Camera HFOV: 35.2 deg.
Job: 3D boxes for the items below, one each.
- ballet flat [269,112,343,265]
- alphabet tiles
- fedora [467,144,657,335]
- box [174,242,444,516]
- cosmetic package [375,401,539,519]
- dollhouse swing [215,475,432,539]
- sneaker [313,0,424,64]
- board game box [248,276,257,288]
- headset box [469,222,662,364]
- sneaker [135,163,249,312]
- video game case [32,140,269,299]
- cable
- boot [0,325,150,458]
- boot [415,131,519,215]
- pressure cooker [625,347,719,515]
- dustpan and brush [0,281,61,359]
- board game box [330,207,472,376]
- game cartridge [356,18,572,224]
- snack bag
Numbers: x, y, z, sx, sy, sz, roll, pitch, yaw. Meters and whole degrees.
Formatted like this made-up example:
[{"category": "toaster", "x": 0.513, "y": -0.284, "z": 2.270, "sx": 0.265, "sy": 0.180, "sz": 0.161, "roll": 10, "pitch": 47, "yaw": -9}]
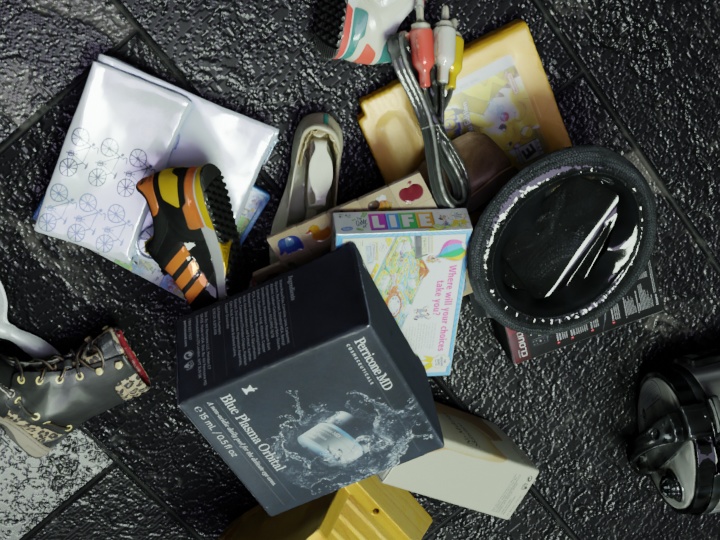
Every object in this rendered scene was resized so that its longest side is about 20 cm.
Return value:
[{"category": "ballet flat", "x": -0.052, "y": -0.059, "z": 1.160, "sx": 0.069, "sy": 0.070, "sz": 0.203, "roll": 4, "pitch": 104, "yaw": -12}, {"category": "alphabet tiles", "x": 0.000, "y": 0.000, "z": 1.148, "sx": 0.198, "sy": 0.008, "sz": 0.168, "roll": -22, "pitch": 129, "yaw": 11}, {"category": "fedora", "x": 0.191, "y": -0.039, "z": 1.129, "sx": 0.198, "sy": 0.092, "sz": 0.203, "roll": -4, "pitch": 113, "yaw": -8}, {"category": "box", "x": -0.049, "y": 0.111, "z": 1.103, "sx": 0.198, "sy": 0.118, "sz": 0.197, "roll": -24, "pitch": 131, "yaw": 9}, {"category": "cosmetic package", "x": 0.089, "y": 0.197, "z": 1.244, "sx": 0.199, "sy": 0.105, "sz": 0.072, "roll": 23, "pitch": 104, "yaw": -38}, {"category": "dollhouse swing", "x": -0.049, "y": 0.319, "z": 1.222, "sx": 0.199, "sy": 0.177, "sz": 0.182, "roll": -31, "pitch": 114, "yaw": 22}, {"category": "sneaker", "x": 0.023, "y": -0.297, "z": 1.106, "sx": 0.092, "sy": 0.070, "sz": 0.202, "roll": 7, "pitch": 107, "yaw": -34}, {"category": "board game box", "x": -0.067, "y": 0.118, "z": 1.243, "sx": 0.198, "sy": 0.046, "sz": 0.153, "roll": 27, "pitch": 103, "yaw": -19}, {"category": "headset box", "x": 0.213, "y": 0.000, "z": 1.238, "sx": 0.198, "sy": 0.077, "sz": 0.150, "roll": -19, "pitch": 112, "yaw": -2}, {"category": "sneaker", "x": -0.169, "y": -0.010, "z": 1.134, "sx": 0.089, "sy": 0.070, "sz": 0.202, "roll": -1, "pitch": 117, "yaw": 13}, {"category": "video game case", "x": -0.212, "y": -0.067, "z": 1.163, "sx": 0.199, "sy": 0.018, "sz": 0.144, "roll": 29, "pitch": 101, "yaw": -19}, {"category": "cable", "x": 0.075, "y": -0.159, "z": 1.101, "sx": 0.097, "sy": 0.050, "sz": 0.203, "roll": 2, "pitch": 77, "yaw": -51}, {"category": "boot", "x": -0.311, "y": 0.102, "z": 1.151, "sx": 0.149, "sy": 0.073, "sz": 0.201, "roll": -27, "pitch": 139, "yaw": -4}, {"category": "boot", "x": 0.068, "y": -0.064, "z": 1.176, "sx": 0.199, "sy": 0.074, "sz": 0.076, "roll": -38, "pitch": 82, "yaw": 11}, {"category": "pressure cooker", "x": 0.402, "y": 0.184, "z": 1.288, "sx": 0.197, "sy": 0.179, "sz": 0.178, "roll": -10, "pitch": 115, "yaw": -8}, {"category": "dustpan and brush", "x": -0.394, "y": 0.049, "z": 1.158, "sx": 0.199, "sy": 0.057, "sz": 0.140, "roll": 37, "pitch": 111, "yaw": -14}, {"category": "board game box", "x": 0.035, "y": 0.028, "z": 1.147, "sx": 0.133, "sy": 0.034, "sz": 0.202, "roll": -2, "pitch": 131, "yaw": -8}, {"category": "game cartridge", "x": 0.112, "y": -0.140, "z": 1.191, "sx": 0.198, "sy": 0.032, "sz": 0.178, "roll": -27, "pitch": 113, "yaw": -1}, {"category": "snack bag", "x": -0.202, "y": -0.091, "z": 1.134, "sx": 0.198, "sy": 0.021, "sz": 0.190, "roll": 21, "pitch": 104, "yaw": -17}]
